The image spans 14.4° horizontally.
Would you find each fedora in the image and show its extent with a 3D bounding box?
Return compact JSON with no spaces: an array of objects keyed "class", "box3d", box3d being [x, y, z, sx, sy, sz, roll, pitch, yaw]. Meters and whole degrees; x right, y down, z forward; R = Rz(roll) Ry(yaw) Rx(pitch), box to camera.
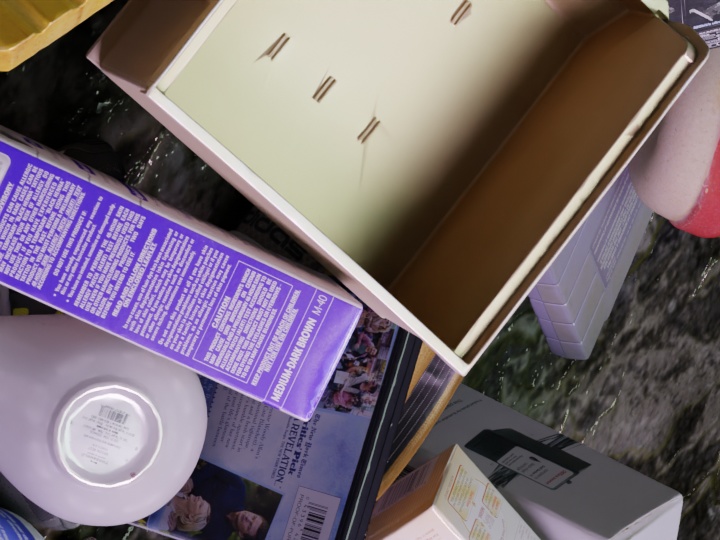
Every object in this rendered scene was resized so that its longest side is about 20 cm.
[{"class":"fedora","box3d":[0.004,0.042,1.452,0.201,0.082,0.201,-56,170,-14]}]

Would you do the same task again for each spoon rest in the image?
[{"class":"spoon rest","box3d":[-0.164,0.052,1.331,0.200,0.061,0.099,25,93,-22]}]

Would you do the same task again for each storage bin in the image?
[{"class":"storage bin","box3d":[0.021,-0.099,1.255,0.200,0.094,0.199,41,83,-26]}]

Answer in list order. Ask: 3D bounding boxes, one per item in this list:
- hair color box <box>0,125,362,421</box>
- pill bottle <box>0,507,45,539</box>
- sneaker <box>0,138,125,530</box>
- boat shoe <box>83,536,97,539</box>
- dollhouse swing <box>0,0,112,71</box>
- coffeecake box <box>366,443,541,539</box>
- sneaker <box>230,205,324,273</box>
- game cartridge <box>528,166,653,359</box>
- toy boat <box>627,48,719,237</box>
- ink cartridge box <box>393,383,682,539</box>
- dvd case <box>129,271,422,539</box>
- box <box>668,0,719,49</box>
[{"class":"hair color box","box3d":[-0.107,-0.005,1.286,0.065,0.200,0.109,-63,-169,2]},{"class":"pill bottle","box3d":[-0.210,0.158,1.353,0.200,0.112,0.112,27,90,-56]},{"class":"sneaker","box3d":[-0.137,0.034,1.390,0.074,0.085,0.200,-14,124,-52]},{"class":"boat shoe","box3d":[-0.101,0.196,1.566,0.069,0.071,0.200,-59,146,-3]},{"class":"dollhouse swing","box3d":[-0.152,-0.218,1.134,0.200,0.182,0.176,-38,160,-32]},{"class":"coffeecake box","box3d":[0.053,0.220,1.574,0.153,0.200,0.073,-35,-167,26]},{"class":"sneaker","box3d":[0.000,0.000,1.564,0.087,0.074,0.200,-56,142,1]},{"class":"game cartridge","box3d":[0.146,-0.060,1.726,0.200,0.038,0.130,-64,155,-27]},{"class":"toy boat","box3d":[0.244,-0.105,1.690,0.131,0.131,0.200,115,1,-63]},{"class":"ink cartridge box","box3d":[0.080,0.164,1.673,0.083,0.200,0.147,-26,133,-44]},{"class":"dvd case","box3d":[-0.064,0.064,1.388,0.018,0.200,0.143,23,82,-50]},{"class":"box","box3d":[0.143,-0.177,1.505,0.200,0.050,0.158,-14,139,0]}]
